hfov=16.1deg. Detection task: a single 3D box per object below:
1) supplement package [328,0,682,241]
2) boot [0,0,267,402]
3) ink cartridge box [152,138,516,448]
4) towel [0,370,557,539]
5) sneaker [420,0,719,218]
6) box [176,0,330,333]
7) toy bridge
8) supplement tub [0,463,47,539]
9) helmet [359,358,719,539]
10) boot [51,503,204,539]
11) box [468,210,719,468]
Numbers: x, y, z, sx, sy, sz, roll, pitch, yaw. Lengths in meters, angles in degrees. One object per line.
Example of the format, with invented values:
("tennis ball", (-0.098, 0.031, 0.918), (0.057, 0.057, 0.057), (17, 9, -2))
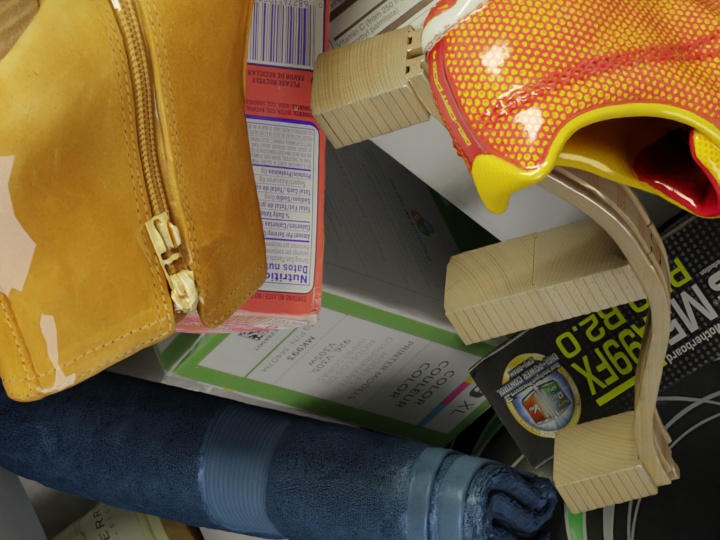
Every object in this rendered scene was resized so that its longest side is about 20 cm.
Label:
("supplement package", (0.091, -0.115, 0.818), (0.200, 0.111, 0.156), (-35, 145, 15))
("boot", (-0.050, -0.065, 0.697), (0.201, 0.071, 0.144), (-39, 118, -38))
("ink cartridge box", (0.000, 0.000, 0.918), (0.200, 0.104, 0.059), (17, 128, -46))
("towel", (-0.035, 0.074, 0.921), (0.199, 0.049, 0.112), (12, 174, 21))
("sneaker", (0.109, -0.053, 0.730), (0.199, 0.077, 0.073), (-12, 167, -23))
("box", (-0.117, -0.037, 0.741), (0.199, 0.103, 0.095), (3, 174, -27))
("toy bridge", (0.059, 0.002, 0.777), (0.067, 0.027, 0.200), (-16, 132, 22))
("supplement tub", (-0.221, 0.123, 0.900), (0.200, 0.146, 0.145), (-30, 146, 6))
("helmet", (0.094, 0.094, 1.030), (0.199, 0.191, 0.200), (15, 169, 3))
("boot", (-0.125, 0.177, 1.103), (0.154, 0.072, 0.200), (-23, 141, -6))
("box", (0.149, -0.020, 0.893), (0.160, 0.044, 0.200), (-37, 177, 42))
